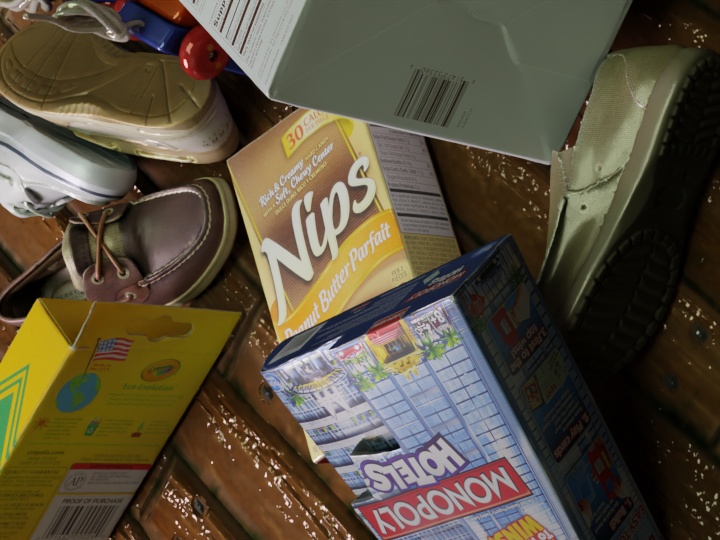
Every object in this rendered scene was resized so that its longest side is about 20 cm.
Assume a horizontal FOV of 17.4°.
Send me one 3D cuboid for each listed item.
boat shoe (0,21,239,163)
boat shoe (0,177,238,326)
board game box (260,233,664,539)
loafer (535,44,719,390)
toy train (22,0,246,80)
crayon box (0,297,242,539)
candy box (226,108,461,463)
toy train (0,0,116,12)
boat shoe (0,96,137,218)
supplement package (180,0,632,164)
[{"bbox_3d":[-0.160,-0.108,1.524,0.200,0.069,0.074,21,70,40],"label":"boat shoe"},{"bbox_3d":[-0.162,-0.006,1.517,0.200,0.072,0.072,-24,71,40],"label":"boat shoe"},{"bbox_3d":[0.060,0.103,1.245,0.200,0.062,0.200,53,139,-9],"label":"board game box"},{"bbox_3d":[0.133,-0.029,1.243,0.067,0.076,0.200,31,100,43],"label":"loafer"},{"bbox_3d":[-0.099,-0.179,1.387,0.085,0.200,0.116,32,104,41],"label":"toy train"},{"bbox_3d":[-0.174,0.086,1.486,0.051,0.127,0.200,50,118,34],"label":"crayon box"},{"bbox_3d":[0.000,0.000,1.374,0.115,0.055,0.200,-32,66,37],"label":"candy box"},{"bbox_3d":[-0.183,-0.232,1.546,0.200,0.085,0.116,5,80,44],"label":"toy train"},{"bbox_3d":[-0.213,-0.066,1.578,0.200,0.073,0.067,29,104,54],"label":"boat shoe"},{"bbox_3d":[0.013,-0.178,1.259,0.200,0.191,0.147,49,121,50],"label":"supplement package"}]
